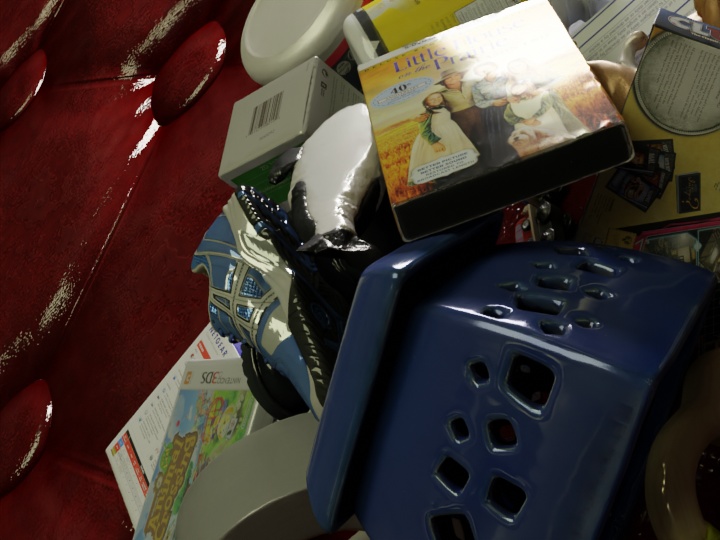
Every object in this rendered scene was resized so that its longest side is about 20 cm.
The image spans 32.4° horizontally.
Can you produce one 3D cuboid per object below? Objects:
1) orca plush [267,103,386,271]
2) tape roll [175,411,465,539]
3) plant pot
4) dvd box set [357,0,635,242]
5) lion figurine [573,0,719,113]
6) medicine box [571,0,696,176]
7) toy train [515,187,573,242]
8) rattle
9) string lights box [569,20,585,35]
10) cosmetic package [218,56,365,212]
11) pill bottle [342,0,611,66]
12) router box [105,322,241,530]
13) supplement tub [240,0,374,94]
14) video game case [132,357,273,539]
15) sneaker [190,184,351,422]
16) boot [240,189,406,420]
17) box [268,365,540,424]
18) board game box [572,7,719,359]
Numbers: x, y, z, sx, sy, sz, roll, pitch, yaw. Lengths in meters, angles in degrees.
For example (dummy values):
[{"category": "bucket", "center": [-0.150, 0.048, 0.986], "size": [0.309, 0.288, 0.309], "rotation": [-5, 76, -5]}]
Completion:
[{"category": "orca plush", "center": [-0.001, -0.040, 0.838], "size": [0.104, 0.072, 0.201], "rotation": [-19, 30, -1]}, {"category": "tape roll", "center": [-0.029, 0.193, 0.873], "size": [0.200, 0.200, 0.067], "rotation": [-42, 39, 17]}, {"category": "plant pot", "center": [0.085, 0.081, 0.740], "size": [0.178, 0.200, 0.202], "rotation": [24, 114, 18]}, {"category": "dvd box set", "center": [0.077, -0.104, 0.791], "size": [0.144, 0.030, 0.201], "rotation": [-19, 33, 6]}, {"category": "lion figurine", "center": [0.211, -0.139, 0.804], "size": [0.200, 0.072, 0.124], "rotation": [-45, 44, 37]}, {"category": "medicine box", "center": [0.249, -0.126, 0.880], "size": [0.182, 0.103, 0.201], "rotation": [-40, 40, 20]}, {"category": "toy train", "center": [0.145, -0.027, 0.983], "size": [0.046, 0.034, 0.202], "rotation": [-41, 39, 38]}, {"category": "rattle", "center": [0.217, 0.114, 0.762], "size": [0.128, 0.143, 0.203], "rotation": [4, 66, -1]}, {"category": "string lights box", "center": [0.160, -0.209, 1.076], "size": [0.103, 0.059, 0.201], "rotation": [-41, 40, 18]}, {"category": "cosmetic package", "center": [-0.010, -0.079, 1.052], "size": [0.107, 0.199, 0.086], "rotation": [-23, 46, 39]}, {"category": "pill bottle", "center": [0.094, -0.195, 0.976], "size": [0.198, 0.113, 0.112], "rotation": [-29, 41, 2]}, {"category": "router box", "center": [-0.143, 0.168, 1.142], "size": [0.180, 0.049, 0.200], "rotation": [-49, 38, 9]}, {"category": "supplement tub", "center": [0.003, -0.181, 1.113], "size": [0.139, 0.199, 0.142], "rotation": [-27, 46, 32]}, {"category": "video game case", "center": [-0.133, 0.170, 1.024], "size": [0.181, 0.022, 0.203], "rotation": [-10, 62, 61]}, {"category": "sneaker", "center": [-0.055, 0.034, 0.859], "size": [0.077, 0.075, 0.201], "rotation": [-43, 52, 17]}, {"category": "boot", "center": [0.000, 0.000, 0.915], "size": [0.167, 0.076, 0.202], "rotation": [-26, 39, 39]}, {"category": "box", "center": [0.033, 0.068, 0.978], "size": [0.199, 0.101, 0.114], "rotation": [-28, 44, 32]}, {"category": "board game box", "center": [0.212, -0.044, 0.769], "size": [0.035, 0.134, 0.202], "rotation": [-55, -16, -55]}]
